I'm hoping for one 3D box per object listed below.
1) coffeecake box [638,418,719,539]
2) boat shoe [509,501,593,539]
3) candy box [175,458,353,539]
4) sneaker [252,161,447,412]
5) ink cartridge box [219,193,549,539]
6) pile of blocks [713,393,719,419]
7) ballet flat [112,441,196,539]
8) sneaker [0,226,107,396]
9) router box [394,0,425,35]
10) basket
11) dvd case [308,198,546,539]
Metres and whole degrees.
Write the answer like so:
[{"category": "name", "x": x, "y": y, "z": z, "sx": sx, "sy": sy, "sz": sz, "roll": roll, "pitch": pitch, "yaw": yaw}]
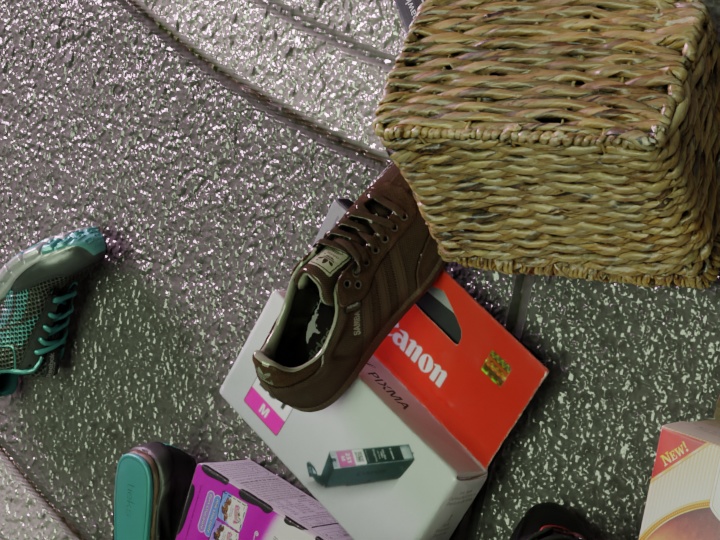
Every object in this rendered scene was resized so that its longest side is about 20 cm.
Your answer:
[{"category": "coffeecake box", "x": 0.238, "y": 0.206, "z": 1.179, "sx": 0.153, "sy": 0.073, "sz": 0.202, "roll": 17, "pitch": 101, "yaw": 38}, {"category": "boat shoe", "x": 0.125, "y": 0.187, "z": 1.211, "sx": 0.073, "sy": 0.202, "sz": 0.064, "roll": 8, "pitch": 108, "yaw": 0}, {"category": "candy box", "x": -0.047, "y": 0.236, "z": 1.419, "sx": 0.199, "sy": 0.061, "sz": 0.138, "roll": 28, "pitch": 108, "yaw": 36}, {"category": "sneaker", "x": 0.000, "y": 0.000, "z": 1.315, "sx": 0.070, "sy": 0.075, "sz": 0.201, "roll": 27, "pitch": 86, "yaw": 29}, {"category": "ink cartridge box", "x": 0.011, "y": 0.076, "z": 1.350, "sx": 0.200, "sy": 0.043, "sz": 0.174, "roll": 44, "pitch": 119, "yaw": 30}, {"category": "pile of blocks", "x": 0.301, "y": 0.060, "z": 1.145, "sx": 0.198, "sy": 0.082, "sz": 0.062, "roll": 3, "pitch": 50, "yaw": 30}, {"category": "ballet flat", "x": -0.159, "y": 0.225, "z": 1.504, "sx": 0.068, "sy": 0.068, "sz": 0.202, "roll": 26, "pitch": 107, "yaw": 37}, {"category": "sneaker", "x": -0.255, "y": 0.037, "z": 1.589, "sx": 0.200, "sy": 0.077, "sz": 0.092, "roll": -35, "pitch": 85, "yaw": 38}, {"category": "router box", "x": 0.069, "y": -0.258, "z": 1.320, "sx": 0.149, "sy": 0.051, "sz": 0.202, "roll": -30, "pitch": 72, "yaw": 37}, {"category": "basket", "x": 0.131, "y": -0.091, "z": 1.247, "sx": 0.198, "sy": 0.149, "sz": 0.144, "roll": 4, "pitch": 56, "yaw": 29}, {"category": "dvd case", "x": 0.022, "y": 0.067, "z": 1.383, "sx": 0.200, "sy": 0.025, "sz": 0.151, "roll": 40, "pitch": 115, "yaw": 32}]
